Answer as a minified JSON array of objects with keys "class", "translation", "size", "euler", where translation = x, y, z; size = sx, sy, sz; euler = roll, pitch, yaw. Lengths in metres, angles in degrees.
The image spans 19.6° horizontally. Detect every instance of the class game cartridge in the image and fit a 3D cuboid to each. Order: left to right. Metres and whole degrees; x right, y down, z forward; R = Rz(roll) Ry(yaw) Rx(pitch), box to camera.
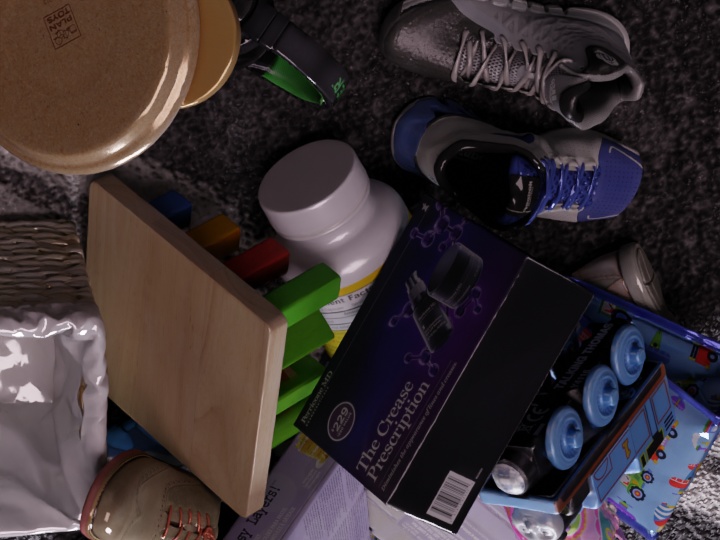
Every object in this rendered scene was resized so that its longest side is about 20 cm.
[{"class":"game cartridge","translation":[0.098,0.212,1.752],"size":[0.200,0.038,0.130],"euler":[41,111,-19]}]

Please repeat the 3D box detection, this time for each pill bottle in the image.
[{"class":"pill bottle","translation":[0.000,0.000,1.603],"size":[0.111,0.112,0.201],"euler":[-26,126,4]}]

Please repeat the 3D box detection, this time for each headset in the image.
[{"class":"headset","translation":[-0.103,-0.168,1.461],"size":[0.199,0.124,0.094],"euler":[35,83,-1]}]

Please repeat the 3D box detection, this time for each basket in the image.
[{"class":"basket","translation":[-0.291,0.078,1.547],"size":[0.199,0.161,0.199],"euler":[-3,124,-10]}]

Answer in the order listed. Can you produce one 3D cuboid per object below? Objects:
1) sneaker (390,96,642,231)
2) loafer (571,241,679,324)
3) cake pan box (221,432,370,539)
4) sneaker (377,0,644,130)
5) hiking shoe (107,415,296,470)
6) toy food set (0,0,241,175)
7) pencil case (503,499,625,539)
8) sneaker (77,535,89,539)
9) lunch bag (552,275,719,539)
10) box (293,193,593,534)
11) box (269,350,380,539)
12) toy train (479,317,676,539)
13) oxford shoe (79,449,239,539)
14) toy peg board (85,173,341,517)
[{"class":"sneaker","translation":[0.127,-0.065,1.583],"size":[0.198,0.115,0.081],"euler":[11,111,-22]},{"class":"loafer","translation":[0.237,0.064,1.743],"size":[0.063,0.072,0.201],"euler":[-17,121,18]},{"class":"cake pan box","translation":[-0.055,0.247,1.661],"size":[0.052,0.184,0.201],"euler":[20,142,24]},{"class":"sneaker","translation":[0.118,-0.152,1.527],"size":[0.199,0.116,0.075],"euler":[1,123,-15]},{"class":"hiking shoe","translation":[-0.143,0.116,1.683],"size":[0.199,0.074,0.087],"euler":[-7,99,-7]},{"class":"toy food set","translation":[-0.191,-0.166,1.417],"size":[0.200,0.198,0.049],"euler":[-41,168,20]},{"class":"pencil case","translation":[0.135,0.148,1.670],"size":[0.087,0.087,0.201],"euler":[-29,94,6]},{"class":"sneaker","translation":[-0.160,0.252,1.728],"size":[0.199,0.091,0.076],"euler":[-8,122,16]},{"class":"lunch bag","translation":[0.196,0.097,1.700],"size":[0.199,0.094,0.151],"euler":[31,131,12]},{"class":"box","translation":[0.057,0.066,1.509],"size":[0.079,0.141,0.201],"euler":[27,94,-35]},{"class":"box","translation":[-0.002,0.166,1.759],"size":[0.136,0.038,0.201],"euler":[14,119,-23]},{"class":"toy train","translation":[0.162,0.120,1.559],"size":[0.086,0.200,0.115],"euler":[2,123,36]},{"class":"oxford shoe","translation":[-0.143,0.179,1.563],"size":[0.200,0.074,0.071],"euler":[12,99,-69]},{"class":"toy peg board","translation":[-0.109,0.042,1.574],"size":[0.098,0.199,0.201],"euler":[-29,143,-36]}]
